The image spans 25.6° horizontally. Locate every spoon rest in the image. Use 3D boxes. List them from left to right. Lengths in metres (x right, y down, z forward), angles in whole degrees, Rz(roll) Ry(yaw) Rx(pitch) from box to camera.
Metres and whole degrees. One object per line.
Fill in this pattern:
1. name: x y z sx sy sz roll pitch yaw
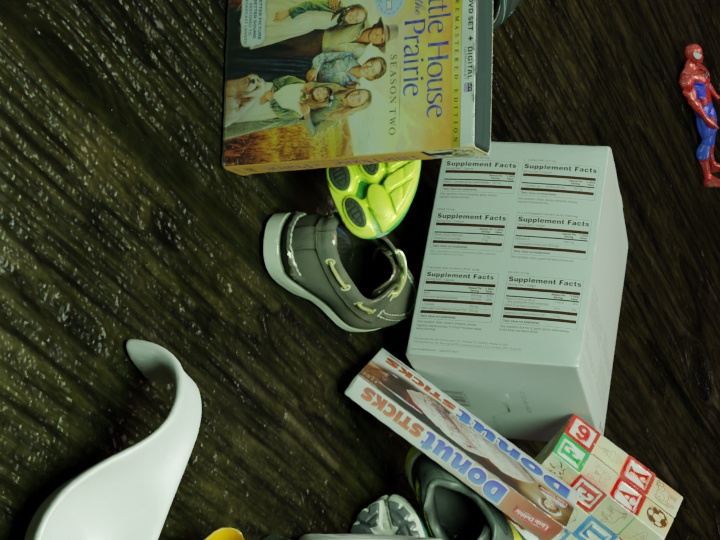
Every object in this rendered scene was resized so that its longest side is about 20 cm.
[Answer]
1. spoon rest: -0.146 0.130 0.960 0.099 0.060 0.200 57 40 -42

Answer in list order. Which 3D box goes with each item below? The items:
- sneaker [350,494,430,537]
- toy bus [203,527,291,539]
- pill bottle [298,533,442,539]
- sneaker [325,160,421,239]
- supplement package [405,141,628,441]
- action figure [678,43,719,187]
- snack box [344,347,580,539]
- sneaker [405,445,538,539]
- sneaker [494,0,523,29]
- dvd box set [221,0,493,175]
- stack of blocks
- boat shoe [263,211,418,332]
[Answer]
1. sneaker: 0.045 0.280 1.274 0.080 0.077 0.201 21 61 -72
2. toy bus: -0.050 0.293 1.042 0.136 0.200 0.192 -47 159 -37
3. pill bottle: 0.006 0.297 1.166 0.114 0.113 0.201 14 75 -60
4. sneaker: 0.013 -0.096 1.212 0.084 0.074 0.200 69 12 -46
5. supplement package: 0.141 0.021 1.364 0.191 0.147 0.201 63 35 -61
6. action figure: 0.458 -0.210 2.097 0.065 0.052 0.200 -53 130 -44
7. snack box: 0.082 0.138 1.258 0.024 0.200 0.072 -56 174 21
8. sneaker: 0.099 0.229 1.282 0.200 0.074 0.085 52 12 -10
9. sneaker: 0.100 -0.302 1.389 0.079 0.075 0.200 -60 138 -41
10. dvd box set: -0.004 -0.145 1.094 0.029 0.199 0.147 14 76 -60
11. stack of blocks: 0.167 0.230 1.353 0.115 0.200 0.059 38 39 3
12. boat shoe: 0.000 0.003 1.232 0.202 0.060 0.072 29 62 -57
